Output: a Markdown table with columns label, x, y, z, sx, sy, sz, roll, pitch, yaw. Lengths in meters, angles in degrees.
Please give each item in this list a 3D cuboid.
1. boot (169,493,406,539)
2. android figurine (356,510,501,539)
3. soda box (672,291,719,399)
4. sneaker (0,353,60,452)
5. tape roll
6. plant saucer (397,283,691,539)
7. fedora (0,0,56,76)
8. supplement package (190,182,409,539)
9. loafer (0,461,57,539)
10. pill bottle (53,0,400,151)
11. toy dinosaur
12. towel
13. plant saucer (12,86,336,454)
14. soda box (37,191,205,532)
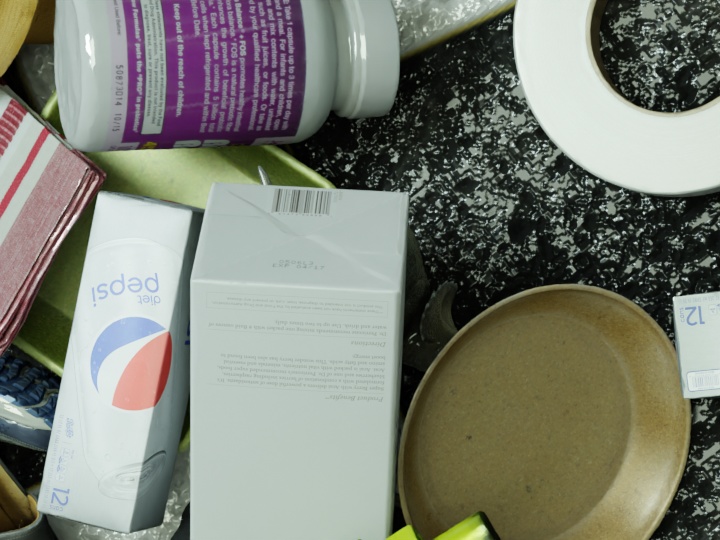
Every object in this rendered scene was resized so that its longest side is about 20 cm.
| label | x | y | z | sx | sy | sz | roll | pitch | yaw |
| --- | --- | --- | --- | --- | --- | --- | --- | --- | --- |
| boot | -0.036 | 0.191 | 1.565 | 0.199 | 0.151 | 0.074 | 22 | 128 | 17 |
| android figurine | 0.008 | 0.219 | 1.500 | 0.199 | 0.182 | 0.041 | -33 | 48 | 4 |
| soda box | 0.289 | 0.036 | 1.531 | 0.198 | 0.068 | 0.064 | -7 | 86 | 14 |
| sneaker | -0.274 | 0.092 | 1.684 | 0.199 | 0.077 | 0.086 | 17 | 103 | 22 |
| tape roll | 0.193 | -0.146 | 1.577 | 0.201 | 0.037 | 0.204 | 0 | 89 | 15 |
| plant saucer | 0.105 | 0.102 | 1.550 | 0.199 | 0.035 | 0.202 | -7 | 106 | -24 |
| fedora | -0.214 | -0.208 | 1.646 | 0.200 | 0.081 | 0.202 | -19 | 67 | 54 |
| supplement package | -0.036 | 0.066 | 1.507 | 0.120 | 0.120 | 0.201 | 3 | 119 | 1 |
| loafer | -0.226 | 0.170 | 1.618 | 0.072 | 0.073 | 0.200 | -23 | 118 | 40 |
| pill bottle | -0.081 | -0.131 | 1.572 | 0.198 | 0.112 | 0.113 | -3 | 88 | -15 |
| toy dinosaur | 0.000 | 0.000 | 1.583 | 0.102 | 0.077 | 0.201 | -33 | 110 | 0 |
| towel | -0.251 | -0.048 | 1.655 | 0.200 | 0.023 | 0.145 | 40 | 102 | 41 |
| plant saucer | -0.137 | -0.018 | 1.655 | 0.199 | 0.048 | 0.201 | 34 | 96 | 13 |
| soda box | -0.141 | 0.056 | 1.587 | 0.063 | 0.068 | 0.202 | 12 | 91 | 14 |
